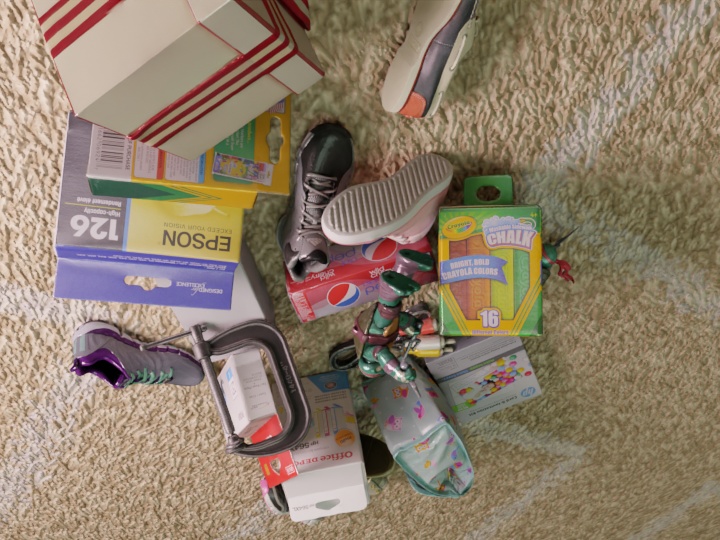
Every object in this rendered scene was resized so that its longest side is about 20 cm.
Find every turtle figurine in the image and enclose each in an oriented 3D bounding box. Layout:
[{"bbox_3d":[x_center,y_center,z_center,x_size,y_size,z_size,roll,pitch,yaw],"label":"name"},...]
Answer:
[{"bbox_3d":[0.212,0.001,0.954,0.149,0.101,0.200,24,128,-30],"label":"turtle figurine"},{"bbox_3d":[0.040,0.080,0.860,0.100,0.150,0.201,10,123,-1],"label":"turtle figurine"}]

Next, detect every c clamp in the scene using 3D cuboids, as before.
[{"bbox_3d":[-0.159,0.151,0.862,0.170,0.201,0.027,-24,175,-21],"label":"c clamp"}]

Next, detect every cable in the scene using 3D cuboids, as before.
[{"bbox_3d":[0.044,0.110,1.040,0.199,0.050,0.097,-15,129,0],"label":"cable"}]

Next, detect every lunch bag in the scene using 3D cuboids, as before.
[{"bbox_3d":[0.105,0.264,1.109,0.122,0.171,0.200,-33,131,4],"label":"lunch bag"}]

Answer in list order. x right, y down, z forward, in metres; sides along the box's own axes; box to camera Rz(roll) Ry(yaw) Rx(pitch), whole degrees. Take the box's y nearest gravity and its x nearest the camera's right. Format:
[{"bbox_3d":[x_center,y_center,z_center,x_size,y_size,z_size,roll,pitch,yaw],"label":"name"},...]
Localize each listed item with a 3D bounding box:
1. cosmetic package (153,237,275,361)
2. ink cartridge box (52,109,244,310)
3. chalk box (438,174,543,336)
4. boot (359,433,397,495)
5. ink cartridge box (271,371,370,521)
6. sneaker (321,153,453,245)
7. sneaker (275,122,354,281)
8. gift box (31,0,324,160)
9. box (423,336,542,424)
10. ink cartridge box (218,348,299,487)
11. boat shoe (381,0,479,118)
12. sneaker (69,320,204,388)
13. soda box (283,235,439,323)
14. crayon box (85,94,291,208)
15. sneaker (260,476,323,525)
[{"bbox_3d":[-0.190,0.022,0.889,0.112,0.081,0.201,-14,132,0],"label":"cosmetic package"},{"bbox_3d":[-0.229,-0.062,0.750,0.197,0.047,0.201,5,86,-18],"label":"ink cartridge box"},{"bbox_3d":[0.163,-0.022,0.851,0.124,0.124,0.201,-2,89,11],"label":"chalk box"},{"bbox_3d":[0.011,0.351,1.202,0.199,0.072,0.155,-9,143,37],"label":"boot"},{"bbox_3d":[-0.061,0.282,1.069,0.128,0.200,0.126,-11,133,-3],"label":"ink cartridge box"},{"bbox_3d":[0.032,-0.061,0.825,0.200,0.075,0.105,-33,153,-34],"label":"sneaker"},{"bbox_3d":[-0.048,-0.067,0.814,0.075,0.116,0.201,7,130,-18],"label":"sneaker"},{"bbox_3d":[-0.156,-0.235,0.578,0.186,0.201,0.184,-28,171,16],"label":"gift box"},{"bbox_3d":[0.207,0.169,1.138,0.155,0.041,0.200,-23,133,9],"label":"box"},{"bbox_3d":[-0.156,0.222,0.964,0.045,0.177,0.200,-13,163,-24],"label":"ink cartridge box"},{"bbox_3d":[0.089,-0.249,0.714,0.062,0.071,0.200,7,132,-26],"label":"boat shoe"},{"bbox_3d":[-0.317,0.147,0.966,0.199,0.088,0.074,25,122,-30],"label":"sneaker"},{"bbox_3d":[0.000,0.000,0.917,0.199,0.070,0.064,-17,135,2],"label":"soda box"},{"bbox_3d":[-0.176,-0.137,0.714,0.199,0.126,0.052,4,163,-15],"label":"crayon box"},{"bbox_3d":[-0.108,0.419,1.271,0.087,0.074,0.200,-30,136,15],"label":"sneaker"}]
